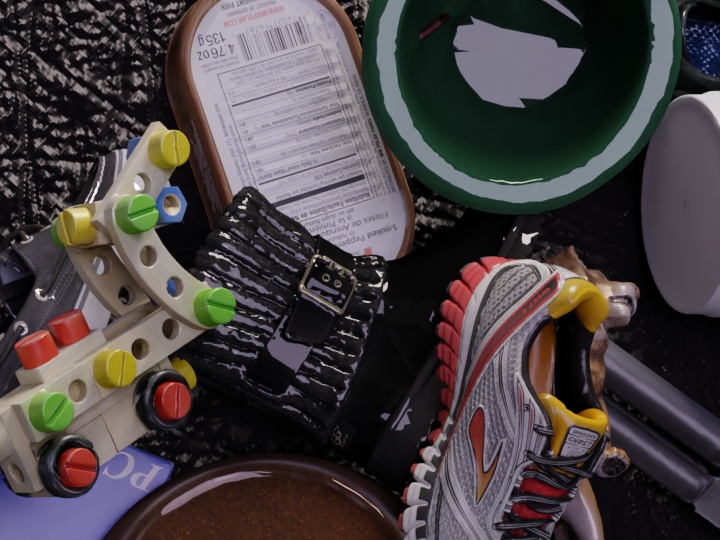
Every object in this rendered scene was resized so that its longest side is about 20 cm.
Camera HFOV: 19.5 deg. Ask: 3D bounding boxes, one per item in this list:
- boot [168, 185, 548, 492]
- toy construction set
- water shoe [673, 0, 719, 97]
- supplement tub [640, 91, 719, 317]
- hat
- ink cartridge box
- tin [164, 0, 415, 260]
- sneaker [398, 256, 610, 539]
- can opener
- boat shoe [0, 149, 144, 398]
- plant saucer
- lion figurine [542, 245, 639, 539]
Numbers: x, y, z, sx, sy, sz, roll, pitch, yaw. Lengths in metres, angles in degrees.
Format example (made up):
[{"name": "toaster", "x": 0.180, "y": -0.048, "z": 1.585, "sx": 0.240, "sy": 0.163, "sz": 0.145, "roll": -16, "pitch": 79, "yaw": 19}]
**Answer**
[{"name": "boot", "x": 0.000, "y": -0.001, "z": 1.108, "sx": 0.157, "sy": 0.080, "sz": 0.212, "roll": 30, "pitch": 55, "yaw": 7}, {"name": "toy construction set", "x": -0.144, "y": 0.029, "z": 0.983, "sx": 0.199, "sy": 0.092, "sz": 0.132, "roll": -30, "pitch": 105, "yaw": -24}, {"name": "water shoe", "x": 0.159, "y": -0.141, "z": 1.216, "sx": 0.198, "sy": 0.079, "sz": 0.072, "roll": 2, "pitch": 79, "yaw": -16}, {"name": "supplement tub", "x": 0.275, "y": -0.038, "z": 1.198, "sx": 0.198, "sy": 0.145, "sz": 0.146, "roll": -1, "pitch": 81, "yaw": -17}, {"name": "hat", "x": 0.084, "y": -0.129, "z": 1.174, "sx": 0.166, "sy": 0.176, "sz": 0.200, "roll": 45, "pitch": 88, "yaw": -7}, {"name": "ink cartridge box", "x": -0.206, "y": 0.106, "z": 1.081, "sx": 0.199, "sy": 0.044, "sz": 0.095, "roll": 24, "pitch": 75, "yaw": -13}, {"name": "tin", "x": -0.039, "y": -0.069, "z": 1.167, "sx": 0.111, "sy": 0.042, "sz": 0.202, "roll": -18, "pitch": 86, "yaw": -14}, {"name": "sneaker", "x": 0.074, "y": 0.092, "z": 1.016, "sx": 0.077, "sy": 0.082, "sz": 0.202, "roll": 12, "pitch": 82, "yaw": -44}, {"name": "can opener", "x": 0.191, "y": 0.101, "z": 1.205, "sx": 0.199, "sy": 0.067, "sz": 0.053, "roll": 36, "pitch": 105, "yaw": -1}, {"name": "boat shoe", "x": -0.163, "y": 0.011, "z": 1.079, "sx": 0.066, "sy": 0.070, "sz": 0.201, "roll": 23, "pitch": 58, "yaw": -12}, {"name": "plant saucer", "x": -0.047, "y": 0.172, "z": 1.030, "sx": 0.198, "sy": 0.035, "sz": 0.202, "roll": 0, "pitch": 57, "yaw": 0}, {"name": "lion figurine", "x": 0.107, "y": 0.096, "z": 1.140, "sx": 0.072, "sy": 0.201, "sz": 0.123, "roll": 1, "pitch": 37, "yaw": -9}]
